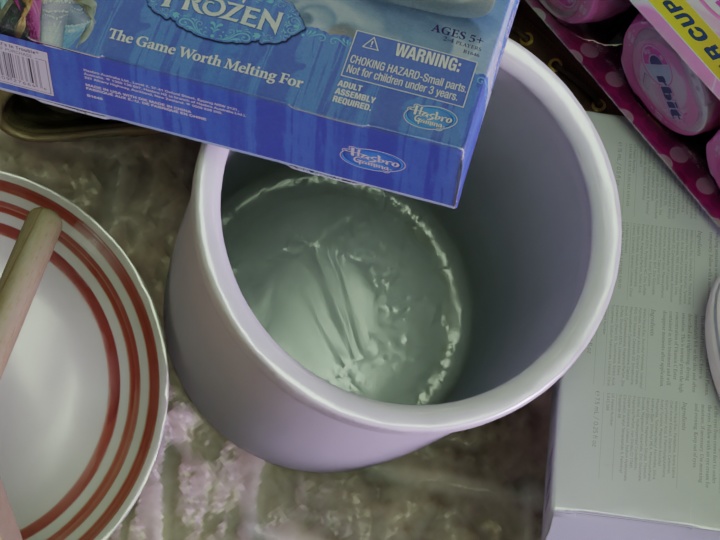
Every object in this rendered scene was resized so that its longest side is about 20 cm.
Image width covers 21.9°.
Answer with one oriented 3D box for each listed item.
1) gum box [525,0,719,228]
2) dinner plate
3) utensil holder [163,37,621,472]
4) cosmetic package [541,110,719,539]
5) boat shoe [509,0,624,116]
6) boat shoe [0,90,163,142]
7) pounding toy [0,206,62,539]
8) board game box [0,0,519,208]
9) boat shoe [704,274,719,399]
[{"bbox_3d":[0.168,-0.107,0.820,0.113,0.066,0.200,-28,67,-21],"label":"gum box"},{"bbox_3d":[-0.186,0.052,0.835,0.200,0.024,0.200,0,86,-3],"label":"dinner plate"},{"bbox_3d":[0.000,0.000,0.807,0.170,0.200,0.170,3,76,-12],"label":"utensil holder"},{"bbox_3d":[0.161,0.032,0.808,0.151,0.052,0.200,6,59,3],"label":"cosmetic package"},{"bbox_3d":[0.111,-0.075,0.918,0.068,0.072,0.200,-34,79,-12],"label":"boat shoe"},{"bbox_3d":[-0.072,-0.092,0.833,0.200,0.065,0.072,-6,121,21],"label":"boat shoe"},{"bbox_3d":[-0.191,0.088,0.695,0.142,0.200,0.184,-24,83,24],"label":"pounding toy"},{"bbox_3d":[-0.032,-0.138,0.720,0.200,0.043,0.199,15,59,5],"label":"board game box"},{"bbox_3d":[0.194,0.070,0.719,0.072,0.069,0.200,-11,61,-9],"label":"boat shoe"}]
